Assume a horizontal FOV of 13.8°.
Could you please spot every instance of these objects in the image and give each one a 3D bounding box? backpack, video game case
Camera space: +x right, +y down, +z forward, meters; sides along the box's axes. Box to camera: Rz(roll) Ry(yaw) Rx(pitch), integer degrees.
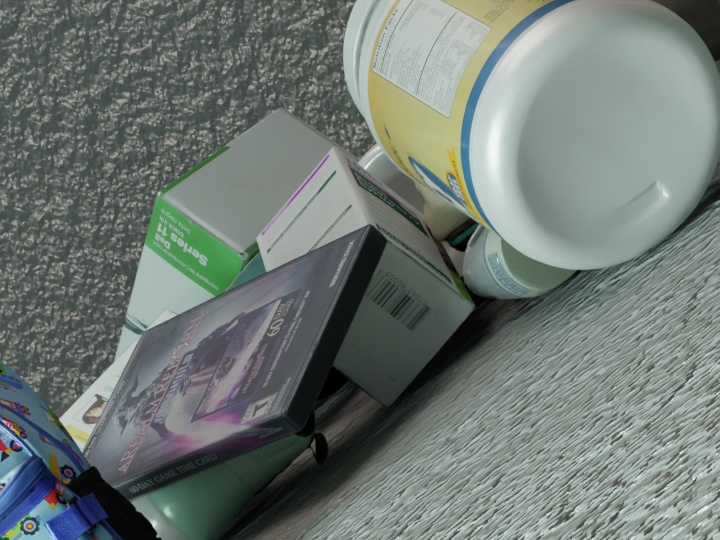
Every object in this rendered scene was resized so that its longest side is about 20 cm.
[{"bbox_3d":[-0.203,0.139,1.433,0.182,0.200,0.135,-36,4,-1],"label":"backpack"},{"bbox_3d":[-0.079,0.059,1.633,0.200,0.019,0.143,-24,31,42],"label":"video game case"}]

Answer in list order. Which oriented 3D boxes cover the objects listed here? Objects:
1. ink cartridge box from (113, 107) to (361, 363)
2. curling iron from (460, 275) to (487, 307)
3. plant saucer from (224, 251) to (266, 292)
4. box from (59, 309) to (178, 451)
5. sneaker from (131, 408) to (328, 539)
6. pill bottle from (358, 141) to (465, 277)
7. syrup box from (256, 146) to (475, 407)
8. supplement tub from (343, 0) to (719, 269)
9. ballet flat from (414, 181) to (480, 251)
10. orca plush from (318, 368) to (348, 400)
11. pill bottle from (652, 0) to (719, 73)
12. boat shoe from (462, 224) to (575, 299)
[{"bbox_3d":[-0.087,0.009,2.055,0.147,0.083,0.200,-38,-24,-44],"label":"ink cartridge box"},{"bbox_3d":[0.089,-0.007,1.810,0.200,0.026,0.050,-38,3,-4],"label":"curling iron"},{"bbox_3d":[-0.062,0.047,2.005,0.200,0.027,0.200,-49,-17,-20],"label":"plant saucer"},{"bbox_3d":[-0.145,0.115,1.833,0.200,0.082,0.049,-47,-35,-32],"label":"box"},{"bbox_3d":[-0.066,0.089,1.703,0.118,0.074,0.200,-43,13,10],"label":"sneaker"},{"bbox_3d":[0.059,-0.057,2.006,0.114,0.114,0.200,-36,4,16],"label":"pill bottle"},{"bbox_3d":[0.000,0.000,1.749,0.081,0.079,0.200,-50,15,9],"label":"syrup box"},{"bbox_3d":[0.087,-0.096,1.578,0.145,0.145,0.200,-37,30,-9],"label":"supplement tub"},{"bbox_3d":[0.064,-0.051,1.786,0.069,0.070,0.200,-37,-6,3],"label":"ballet flat"},{"bbox_3d":[-0.018,0.040,1.878,0.071,0.105,0.200,1,-10,10],"label":"orca plush"},{"bbox_3d":[0.179,-0.141,1.791,0.200,0.114,0.114,-24,5,4],"label":"pill bottle"},{"bbox_3d":[0.129,-0.054,1.702,0.201,0.070,0.071,-43,12,-28],"label":"boat shoe"}]
